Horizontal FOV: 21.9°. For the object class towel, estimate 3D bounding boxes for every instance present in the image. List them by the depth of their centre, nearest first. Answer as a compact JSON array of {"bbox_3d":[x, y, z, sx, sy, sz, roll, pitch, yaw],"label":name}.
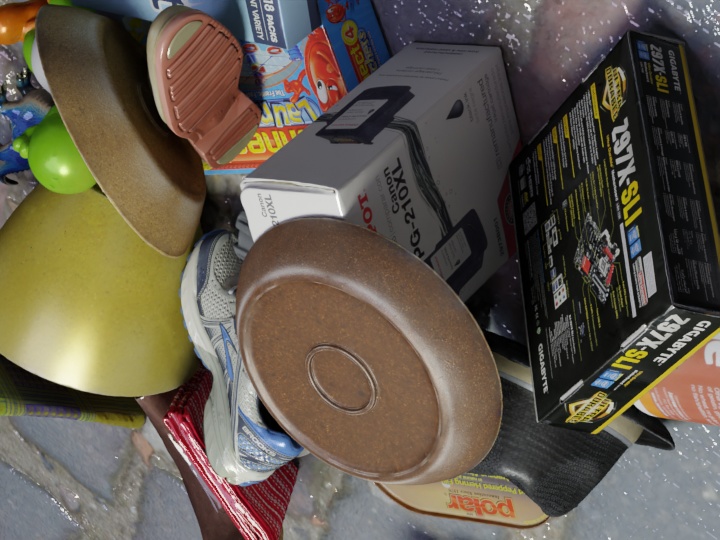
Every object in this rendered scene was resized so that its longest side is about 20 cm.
[{"bbox_3d":[-0.270,0.072,1.526,0.023,0.200,0.144,-48,60,20],"label":"towel"},{"bbox_3d":[-0.101,0.146,1.537,0.022,0.200,0.145,-31,100,11],"label":"towel"}]

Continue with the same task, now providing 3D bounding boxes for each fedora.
[{"bbox_3d":[0.122,0.114,1.292,0.200,0.092,0.201,27,175,3],"label":"fedora"}]

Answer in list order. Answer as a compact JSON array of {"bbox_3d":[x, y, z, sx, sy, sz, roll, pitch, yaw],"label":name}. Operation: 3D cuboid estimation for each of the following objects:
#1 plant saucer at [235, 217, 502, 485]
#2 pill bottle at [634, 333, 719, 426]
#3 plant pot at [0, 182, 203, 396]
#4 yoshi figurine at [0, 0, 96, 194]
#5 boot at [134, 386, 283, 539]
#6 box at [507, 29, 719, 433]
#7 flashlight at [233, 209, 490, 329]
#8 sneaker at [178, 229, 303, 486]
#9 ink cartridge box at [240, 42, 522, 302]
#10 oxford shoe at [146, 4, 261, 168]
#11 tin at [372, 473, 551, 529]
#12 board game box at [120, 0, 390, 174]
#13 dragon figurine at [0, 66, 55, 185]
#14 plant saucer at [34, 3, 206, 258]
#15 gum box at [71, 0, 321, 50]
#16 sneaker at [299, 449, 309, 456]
[{"bbox_3d":[-0.005,0.061,1.174,0.199,0.034,0.201,20,132,25],"label":"plant saucer"},{"bbox_3d":[0.270,0.048,1.163,0.199,0.112,0.113,5,124,38],"label":"pill bottle"},{"bbox_3d":[-0.203,-0.014,1.502,0.199,0.200,0.143,31,116,19],"label":"plant pot"},{"bbox_3d":[-0.229,-0.137,1.422,0.201,0.112,0.112,61,-178,21],"label":"yoshi figurine"},{"bbox_3d":[-0.141,0.162,1.561,0.072,0.200,0.167,-32,123,11],"label":"boot"},{"bbox_3d":[0.156,-0.022,1.160,0.049,0.201,0.160,11,145,-24],"label":"box"},{"bbox_3d":[0.000,0.000,1.404,0.199,0.068,0.068,26,125,25],"label":"flashlight"},{"bbox_3d":[-0.079,0.061,1.443,0.085,0.077,0.201,-22,75,41],"label":"sneaker"},{"bbox_3d":[0.025,-0.043,1.242,0.084,0.200,0.146,8,126,37],"label":"ink cartridge box"},{"bbox_3d":[-0.123,-0.133,1.268,0.074,0.071,0.200,42,168,16],"label":"oxford shoe"},{"bbox_3d":[0.080,0.145,1.470,0.199,0.042,0.113,3,119,40],"label":"tin"},{"bbox_3d":[-0.079,-0.170,1.346,0.199,0.056,0.197,0,120,42],"label":"board game box"},{"bbox_3d":[-0.265,-0.103,1.564,0.099,0.059,0.200,40,138,11],"label":"dragon figurine"},{"bbox_3d":[-0.160,-0.106,1.314,0.035,0.200,0.201,-26,105,11],"label":"plant saucer"},{"bbox_3d":[-0.128,-0.247,1.250,0.199,0.045,0.171,16,130,32],"label":"gum box"},{"bbox_3d":[-0.047,0.103,1.512,0.075,0.087,0.200,38,141,8],"label":"sneaker"}]
